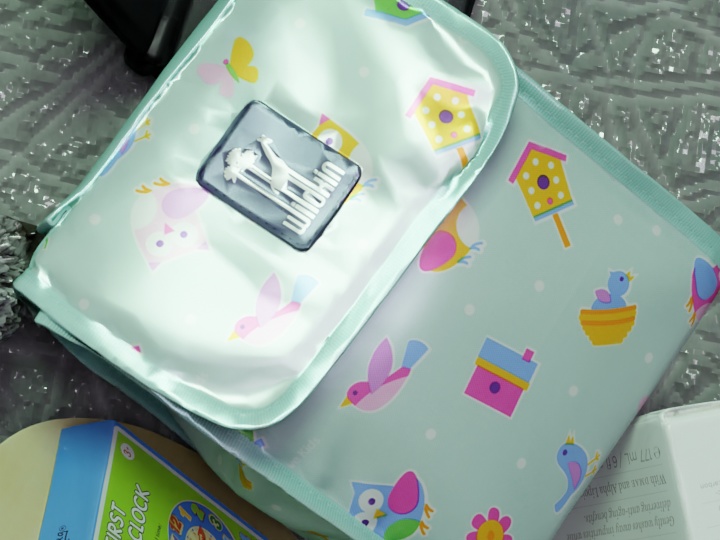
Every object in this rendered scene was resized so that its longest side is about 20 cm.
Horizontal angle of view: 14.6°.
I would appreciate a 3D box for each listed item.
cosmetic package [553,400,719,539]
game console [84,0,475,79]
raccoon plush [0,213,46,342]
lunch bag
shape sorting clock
[{"bbox_3d":[0.133,0.149,0.997,0.081,0.113,0.201,-7,82,-26],"label":"cosmetic package"},{"bbox_3d":[-0.016,-0.164,0.999,0.175,0.116,0.201,20,77,-13],"label":"game console"},{"bbox_3d":[-0.154,0.041,0.945,0.199,0.097,0.135,16,86,-14],"label":"raccoon plush"},{"bbox_3d":[0.000,0.000,0.953,0.200,0.122,0.171,41,80,-24],"label":"lunch bag"},{"bbox_3d":[-0.060,0.138,0.931,0.200,0.039,0.201,37,34,-30],"label":"shape sorting clock"}]
